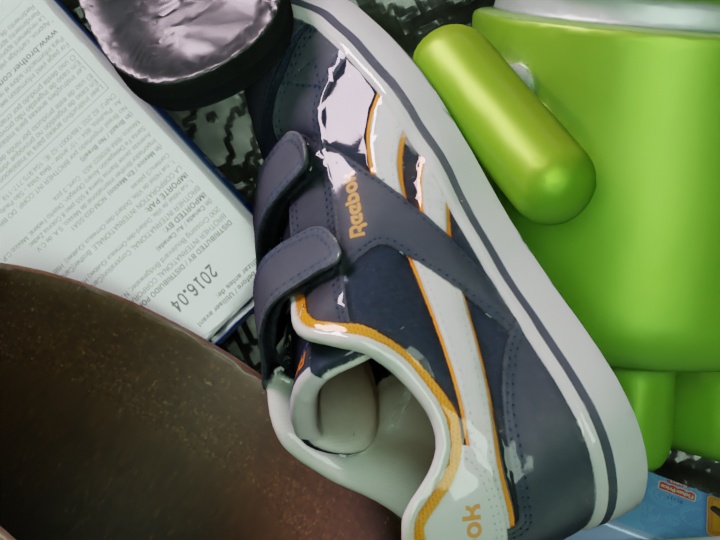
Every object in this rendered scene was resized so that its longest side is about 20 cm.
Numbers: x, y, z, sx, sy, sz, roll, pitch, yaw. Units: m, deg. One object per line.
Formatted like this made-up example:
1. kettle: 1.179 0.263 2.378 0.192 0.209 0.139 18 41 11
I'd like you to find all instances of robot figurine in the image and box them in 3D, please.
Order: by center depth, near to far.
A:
1. robot figurine: 0.090 -0.041 0.877 0.175 0.115 0.201 -2 100 -38

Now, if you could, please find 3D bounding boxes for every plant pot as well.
1. plant pot: -0.101 0.134 0.804 0.187 0.187 0.200 34 108 0

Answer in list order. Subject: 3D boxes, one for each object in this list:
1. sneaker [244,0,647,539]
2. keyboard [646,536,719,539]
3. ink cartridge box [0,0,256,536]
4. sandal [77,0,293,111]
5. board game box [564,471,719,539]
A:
1. sneaker: 0.000 0.000 0.821 0.079 0.079 0.200 -22 56 -19
2. keyboard: 0.113 0.101 0.825 0.199 0.011 0.056 -5 121 17
3. ink cartridge box: -0.113 -0.006 0.903 0.136 0.076 0.200 -43 89 1
4. sandal: -0.082 -0.133 0.872 0.075 0.048 0.201 -34 55 -5
5. board game box: 0.136 0.151 0.884 0.199 0.037 0.152 21 128 1
